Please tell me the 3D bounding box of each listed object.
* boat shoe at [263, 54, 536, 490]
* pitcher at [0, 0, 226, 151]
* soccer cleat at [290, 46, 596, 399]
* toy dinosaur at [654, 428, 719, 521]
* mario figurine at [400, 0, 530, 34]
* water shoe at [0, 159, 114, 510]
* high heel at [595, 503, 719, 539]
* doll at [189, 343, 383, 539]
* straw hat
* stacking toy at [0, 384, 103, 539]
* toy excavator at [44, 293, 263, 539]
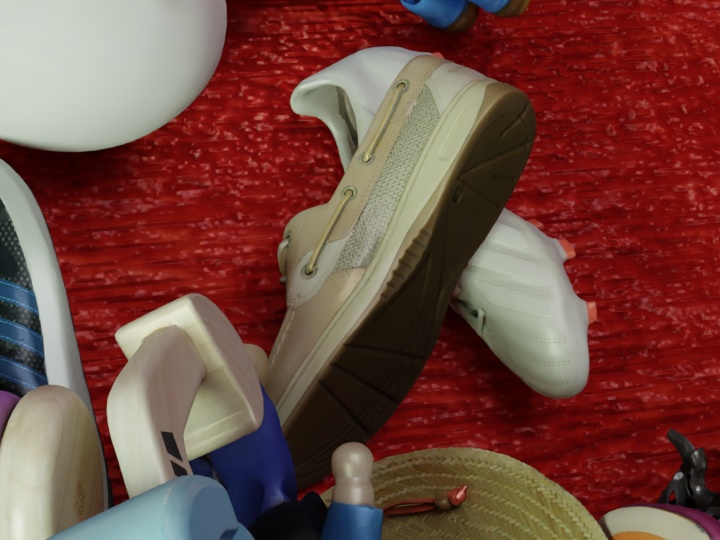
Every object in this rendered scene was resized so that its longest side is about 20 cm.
[{"bbox_3d":[0.000,0.000,0.996,0.065,0.072,0.200,27,86,31],"label":"boat shoe"},{"bbox_3d":[-0.131,-0.117,0.959,0.200,0.171,0.122,5,79,-53],"label":"pitcher"},{"bbox_3d":[0.036,-0.018,1.054,0.077,0.069,0.200,-17,59,-24],"label":"soccer cleat"},{"bbox_3d":[0.206,0.104,0.991,0.102,0.135,0.201,-5,102,-41],"label":"toy dinosaur"},{"bbox_3d":[-0.005,-0.184,1.084,0.200,0.123,0.106,18,37,-38],"label":"mario figurine"},{"bbox_3d":[-0.157,0.038,0.934,0.079,0.072,0.201,-8,62,-24],"label":"water shoe"},{"bbox_3d":[0.133,0.136,0.909,0.096,0.200,0.068,-1,63,-15],"label":"high heel"},{"bbox_3d":[-0.031,0.115,0.890,0.048,0.137,0.200,14,34,-37],"label":"doll"},{"bbox_3d":[0.035,0.172,0.910,0.085,0.200,0.202,50,41,-39],"label":"straw hat"},{"bbox_3d":[-0.200,0.085,0.856,0.199,0.085,0.086,0,55,9],"label":"stacking toy"},{"bbox_3d":[-0.063,0.099,0.797,0.194,0.100,0.201,12,56,-67],"label":"toy excavator"}]
